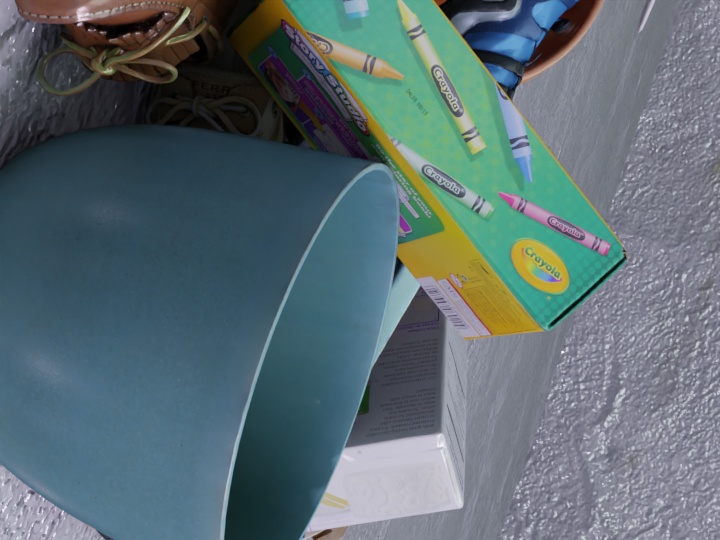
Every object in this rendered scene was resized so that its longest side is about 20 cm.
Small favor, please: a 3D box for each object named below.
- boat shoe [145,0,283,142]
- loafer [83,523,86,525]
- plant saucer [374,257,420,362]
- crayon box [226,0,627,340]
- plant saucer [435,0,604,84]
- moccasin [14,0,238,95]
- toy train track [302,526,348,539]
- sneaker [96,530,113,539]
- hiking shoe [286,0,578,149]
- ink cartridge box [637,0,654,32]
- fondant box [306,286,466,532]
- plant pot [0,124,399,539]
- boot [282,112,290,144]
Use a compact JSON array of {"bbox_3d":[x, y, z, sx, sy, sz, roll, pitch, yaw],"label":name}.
[{"bbox_3d":[-0.068,-0.112,0.962,0.063,0.072,0.202,72,34,-65],"label":"boat shoe"},{"bbox_3d":[-0.118,0.142,1.117,0.063,0.072,0.200,-51,156,-9],"label":"loafer"},{"bbox_3d":[0.000,0.000,1.044,0.019,0.070,0.201,27,94,-55],"label":"plant saucer"},{"bbox_3d":[0.027,-0.062,0.892,0.058,0.201,0.119,-40,-173,-14],"label":"crayon box"},{"bbox_3d":[0.050,-0.197,1.082,0.202,0.199,0.032,-68,-170,-16],"label":"plant saucer"},{"bbox_3d":[-0.103,-0.114,0.836,0.201,0.073,0.079,-48,146,-81],"label":"moccasin"},{"bbox_3d":[-0.079,0.201,1.178,0.199,0.033,0.114,-21,171,-42],"label":"toy train track"},{"bbox_3d":[-0.074,0.069,0.994,0.085,0.074,0.201,39,72,-47],"label":"sneaker"},{"bbox_3d":[0.055,-0.097,1.005,0.199,0.087,0.074,-36,-173,-16],"label":"hiking shoe"},{"bbox_3d":[0.149,-0.231,0.978,0.117,0.067,0.201,108,2,-45],"label":"ink cartridge box"},{"bbox_3d":[-0.011,0.070,1.133,0.201,0.143,0.059,-83,160,-58],"label":"fondant box"},{"bbox_3d":[-0.092,0.026,0.845,0.200,0.159,0.203,18,90,-77],"label":"plant pot"},{"bbox_3d":[-0.079,-0.021,1.047,0.201,0.077,0.139,-58,174,-19],"label":"boot"}]
